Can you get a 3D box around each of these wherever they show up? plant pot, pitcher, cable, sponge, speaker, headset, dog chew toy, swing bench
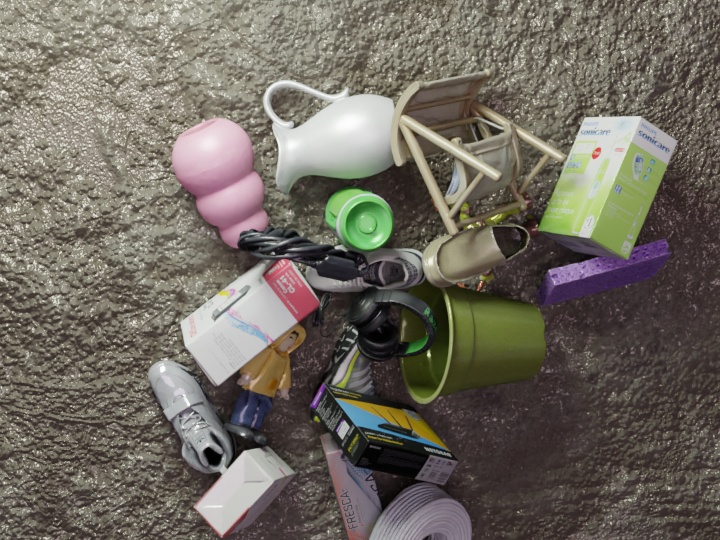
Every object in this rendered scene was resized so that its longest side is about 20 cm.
[{"bbox_3d":[0.182,0.107,1.702,0.188,0.200,0.202,2,98,-22],"label":"plant pot"},{"bbox_3d":[-0.042,-0.219,1.647,0.198,0.121,0.173,-13,92,6],"label":"pitcher"},{"bbox_3d":[-0.093,-0.036,1.578,0.198,0.163,0.051,11,101,-35],"label":"cable"},{"bbox_3d":[0.387,0.006,1.741,0.198,0.112,0.030,-15,70,-6],"label":"sponge"},{"bbox_3d":[-0.003,-0.078,1.623,0.087,0.200,0.090,-1,99,-8],"label":"speaker"},{"bbox_3d":[0.093,0.446,1.742,0.199,0.069,0.202,-34,124,-28],"label":"cable"},{"bbox_3d":[0.021,0.070,1.639,0.198,0.094,0.124,-1,134,21],"label":"headset"},{"bbox_3d":[-0.200,-0.124,1.634,0.124,0.125,0.201,-25,109,-4],"label":"dog chew toy"},{"bbox_3d":[0.163,-0.182,1.613,0.201,0.198,0.130,52,130,18],"label":"swing bench"}]

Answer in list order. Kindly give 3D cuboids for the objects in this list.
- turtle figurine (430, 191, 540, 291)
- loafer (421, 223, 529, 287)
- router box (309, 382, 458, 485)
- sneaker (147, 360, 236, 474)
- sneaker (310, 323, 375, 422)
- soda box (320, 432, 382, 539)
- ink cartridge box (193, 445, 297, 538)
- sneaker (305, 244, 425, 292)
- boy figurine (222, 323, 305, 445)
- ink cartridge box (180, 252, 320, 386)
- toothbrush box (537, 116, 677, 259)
[{"bbox_3d":[0.197,-0.071,1.723,0.160,0.064,0.202,-23,101,-4],"label":"turtle figurine"},{"bbox_3d":[0.175,-0.033,1.623,0.199,0.068,0.076,-23,89,-35],"label":"loafer"},{"bbox_3d":[0.036,0.251,1.664,0.199,0.149,0.051,20,107,-41],"label":"router box"},{"bbox_3d":[-0.258,0.230,1.676,0.075,0.115,0.201,-34,102,-2],"label":"sneaker"},{"bbox_3d":[-0.007,0.159,1.733,0.080,0.074,0.201,25,99,-22],"label":"sneaker"},{"bbox_3d":[-0.008,0.353,1.739,0.068,0.064,0.202,-16,113,-5],"label":"soda box"},{"bbox_3d":[-0.172,0.337,1.679,0.067,0.200,0.117,43,90,11],"label":"ink cartridge box"},{"bbox_3d":[0.000,0.000,1.668,0.198,0.080,0.077,-6,100,23],"label":"sneaker"},{"bbox_3d":[-0.142,0.167,1.695,0.124,0.064,0.202,38,73,-52],"label":"boy figurine"},{"bbox_3d":[-0.168,0.066,1.646,0.199,0.148,0.086,-37,106,-3],"label":"ink cartridge box"},{"bbox_3d":[0.379,-0.130,1.681,0.086,0.145,0.202,27,86,-24],"label":"toothbrush box"}]
